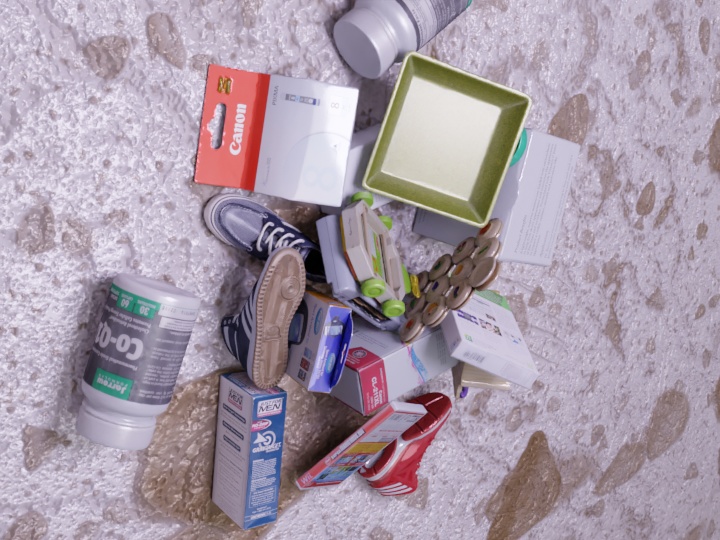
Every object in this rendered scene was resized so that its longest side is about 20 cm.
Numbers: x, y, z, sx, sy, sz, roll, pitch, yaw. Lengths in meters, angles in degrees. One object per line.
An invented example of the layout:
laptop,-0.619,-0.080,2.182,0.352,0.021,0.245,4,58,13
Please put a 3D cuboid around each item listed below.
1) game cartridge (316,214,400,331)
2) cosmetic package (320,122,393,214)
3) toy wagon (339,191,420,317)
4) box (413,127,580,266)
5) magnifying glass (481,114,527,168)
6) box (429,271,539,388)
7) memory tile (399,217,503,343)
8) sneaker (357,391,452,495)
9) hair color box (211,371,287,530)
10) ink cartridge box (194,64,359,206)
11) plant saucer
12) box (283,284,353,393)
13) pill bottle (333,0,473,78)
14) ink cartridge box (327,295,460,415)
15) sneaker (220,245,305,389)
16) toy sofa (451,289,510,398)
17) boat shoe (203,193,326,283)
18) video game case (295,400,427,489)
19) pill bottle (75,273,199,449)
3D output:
game cartridge,0.000,0.000,1.246,0.200,0.041,0.134,38,41,-59
cosmetic package,0.030,-0.160,1.296,0.199,0.071,0.102,-25,118,-31
toy wagon,0.031,-0.011,1.227,0.200,0.039,0.156,47,31,-53
box,0.212,-0.127,1.367,0.130,0.199,0.201,7,99,-41
magnifying glass,0.168,-0.189,1.312,0.022,0.199,0.080,9,85,-44
box,0.181,0.081,1.310,0.144,0.201,0.036,25,118,-21
memory tile,0.131,0.014,1.260,0.017,0.200,0.154,38,36,-19
sneaker,0.088,0.305,1.494,0.200,0.078,0.116,-38,133,-9
hair color box,-0.162,0.257,1.251,0.060,0.100,0.202,-4,106,-38
ink cartridge box,-0.111,-0.179,1.152,0.198,0.047,0.162,7,99,-18
plant saucer,0.119,-0.186,1.236,0.198,0.048,0.201,17,101,-14
box,-0.077,0.088,1.201,0.041,0.200,0.120,11,97,-30
pill bottle,0.062,-0.370,1.231,0.200,0.113,0.114,-43,126,-20
ink cartridge box,0.037,0.125,1.338,0.199,0.145,0.083,-23,117,-31
sneaker,-0.138,0.051,1.196,0.070,0.108,0.202,1,109,-34
toy sofa,0.195,0.120,1.424,0.082,0.201,0.098,6,122,-4
boat shoe,-0.117,-0.044,1.200,0.199,0.092,0.075,26,87,-40
video game case,0.004,0.274,1.351,0.200,0.017,0.143,-41,157,11
pill bottle,-0.284,0.114,1.093,0.113,0.113,0.202,16,92,-40
